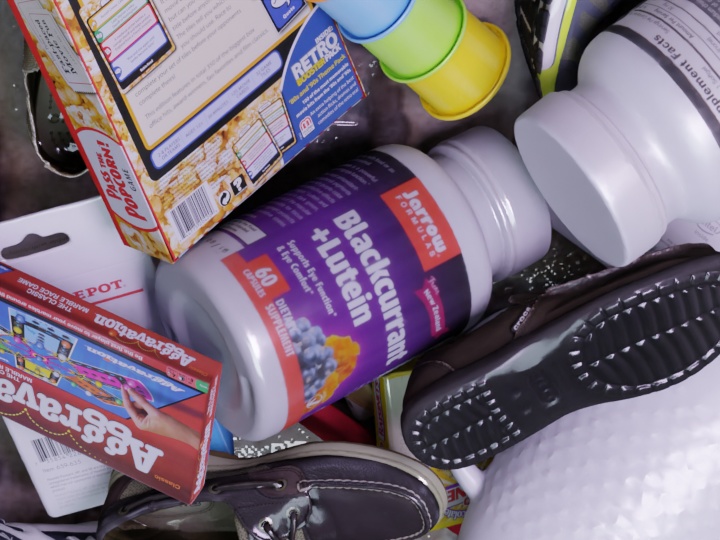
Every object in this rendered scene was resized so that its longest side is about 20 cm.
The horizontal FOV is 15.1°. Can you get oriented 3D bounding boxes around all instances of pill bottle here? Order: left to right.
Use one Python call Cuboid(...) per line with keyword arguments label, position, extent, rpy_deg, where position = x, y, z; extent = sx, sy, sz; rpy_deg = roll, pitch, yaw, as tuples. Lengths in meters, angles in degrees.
Cuboid(label="pill bottle", position=(0.000, 0.000, 1.458), extent=(0.200, 0.111, 0.112), rpy_deg=(-28, 128, -23))
Cuboid(label="pill bottle", position=(0.185, -0.096, 1.402), extent=(0.200, 0.116, 0.117), rpy_deg=(-36, 123, -11))

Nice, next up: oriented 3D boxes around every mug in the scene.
Cuboid(label="mug", position=(0.127, 0.107, 1.495), extent=(0.175, 0.148, 0.200), rpy_deg=(-43, 87, -5))

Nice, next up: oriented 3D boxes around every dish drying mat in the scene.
Cuboid(label="dish drying mat", position=(0.007, 0.105, 1.593), extent=(0.200, 0.077, 0.018), rpy_deg=(37, 80, -25))

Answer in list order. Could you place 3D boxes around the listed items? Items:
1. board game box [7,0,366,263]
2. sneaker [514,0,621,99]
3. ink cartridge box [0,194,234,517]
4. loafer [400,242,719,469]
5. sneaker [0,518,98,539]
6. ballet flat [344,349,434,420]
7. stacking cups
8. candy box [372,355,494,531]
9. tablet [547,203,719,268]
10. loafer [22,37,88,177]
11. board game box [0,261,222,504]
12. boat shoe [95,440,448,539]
Cuboid(label="board game box", position=(-0.091, -0.129, 1.384), extent=(0.151, 0.046, 0.200), rpy_deg=(-42, 129, -26))
Cuboid(label="sneaker", position=(0.136, -0.171, 1.417), extent=(0.081, 0.074, 0.201), rpy_deg=(9, 124, -15))
Cuboid(label="ink cartridge box", position=(-0.154, 0.032, 1.525), extent=(0.115, 0.067, 0.201), rpy_deg=(-15, 124, 6))
Cuboid(label="loafer", position=(0.107, 0.031, 1.426), extent=(0.199, 0.071, 0.073), rpy_deg=(-22, 129, 2))
Cuboid(label="sneaker", position=(-0.164, 0.179, 1.559), extent=(0.129, 0.080, 0.199), rpy_deg=(-4, 168, -3))
Cuboid(label="ballet flat", position=(0.030, 0.078, 1.578), extent=(0.200, 0.069, 0.063), rpy_deg=(38, 130, -24))
Cuboid(label="stacking cups", position=(0.000, -0.153, 1.393), extent=(0.060, 0.061, 0.200), rpy_deg=(-35, 134, 17))
Cuboid(label="candy box", position=(0.103, 0.082, 1.559), extent=(0.199, 0.026, 0.103), rpy_deg=(-12, 114, -21))
Cuboid(label="tablet", position=(0.195, -0.030, 1.489), extent=(0.200, 0.014, 0.130), rpy_deg=(36, 120, 9))
Cuboid(label="loafer", position=(-0.141, -0.134, 1.415), extent=(0.076, 0.068, 0.201), rpy_deg=(-1, 124, -5))
Cuboid(label="board game box", position=(-0.170, 0.048, 1.451), extent=(0.199, 0.019, 0.103), rpy_deg=(24, 139, 11))
Cuboid(label="boat shoe", position=(-0.051, 0.139, 1.496), extent=(0.199, 0.065, 0.073), rpy_deg=(-4, 129, 22))
